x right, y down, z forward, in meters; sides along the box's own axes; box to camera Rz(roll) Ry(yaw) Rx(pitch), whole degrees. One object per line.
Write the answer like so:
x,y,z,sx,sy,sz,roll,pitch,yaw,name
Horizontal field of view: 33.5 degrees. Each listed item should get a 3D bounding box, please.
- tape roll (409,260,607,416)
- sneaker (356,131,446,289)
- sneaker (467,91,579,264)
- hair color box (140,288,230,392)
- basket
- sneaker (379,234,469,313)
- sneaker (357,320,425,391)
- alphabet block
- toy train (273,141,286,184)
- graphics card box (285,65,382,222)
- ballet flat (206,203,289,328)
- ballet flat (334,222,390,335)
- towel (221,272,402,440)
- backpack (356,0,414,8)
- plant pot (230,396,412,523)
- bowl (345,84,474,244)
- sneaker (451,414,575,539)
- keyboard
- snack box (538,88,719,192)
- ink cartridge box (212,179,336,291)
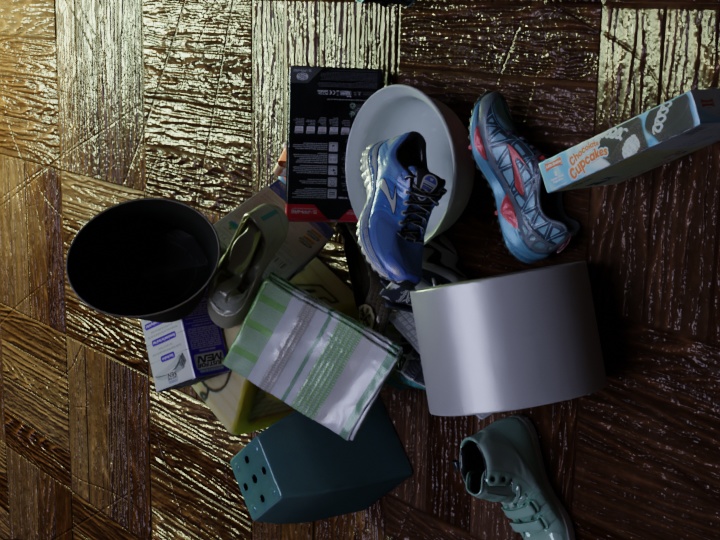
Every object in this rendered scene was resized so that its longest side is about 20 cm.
0.162,0.074,1.318,0.202,0.201,0.141,-11,88,51,tape roll
0.049,-0.074,1.355,0.089,0.078,0.202,-30,53,40,sneaker
0.194,-0.115,1.357,0.095,0.079,0.202,-21,89,41,sneaker
-0.249,0.055,1.624,0.109,0.064,0.202,-21,79,49,hair color box
-0.254,-0.001,1.470,0.200,0.178,0.137,109,149,-81,basket
0.089,0.039,1.458,0.200,0.129,0.080,60,138,25,sneaker
0.062,0.121,1.569,0.199,0.078,0.080,19,145,41,sneaker
-0.137,0.084,1.695,0.200,0.195,0.197,42,128,38,alphabet block
-0.062,-0.159,1.665,0.200,0.055,0.151,-51,59,43,toy train
-0.035,-0.165,1.564,0.051,0.124,0.202,-116,27,-82,graphics card box
-0.155,0.002,1.501,0.070,0.069,0.201,49,125,33,ballet flat
0.000,0.000,1.585,0.067,0.046,0.202,-43,47,46,ballet flat
-0.063,0.113,1.519,0.199,0.031,0.150,29,108,1,towel
0.024,-0.442,1.433,0.200,0.152,0.177,-50,54,35,backpack
-0.064,0.262,1.634,0.141,0.199,0.142,-45,63,44,plant pot
0.076,-0.127,1.469,0.200,0.090,0.203,9,102,50,bowl
0.176,0.279,1.407,0.074,0.117,0.202,-31,74,47,sneaker
0.112,0.108,1.504,0.200,0.056,0.011,47,160,35,keyboard
0.288,-0.128,1.191,0.199,0.115,0.037,-25,78,50,snack box
-0.123,-0.043,1.624,0.119,0.200,0.042,41,127,3,ink cartridge box
